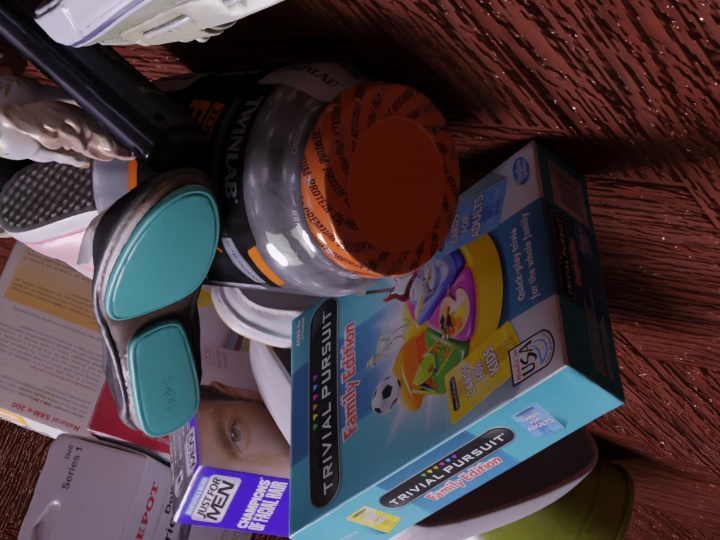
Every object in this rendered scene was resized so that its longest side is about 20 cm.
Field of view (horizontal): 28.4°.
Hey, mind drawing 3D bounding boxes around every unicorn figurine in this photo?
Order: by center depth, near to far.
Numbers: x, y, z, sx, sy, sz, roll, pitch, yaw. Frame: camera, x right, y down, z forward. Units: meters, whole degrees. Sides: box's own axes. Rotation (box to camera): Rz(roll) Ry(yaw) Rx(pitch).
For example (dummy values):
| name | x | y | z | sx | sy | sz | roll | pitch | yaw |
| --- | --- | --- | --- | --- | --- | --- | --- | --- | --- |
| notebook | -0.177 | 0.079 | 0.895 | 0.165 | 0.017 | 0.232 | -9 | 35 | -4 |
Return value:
| name | x | y | z | sx | sy | sz | roll | pitch | yaw |
| --- | --- | --- | --- | --- | --- | --- | --- | --- | --- |
| unicorn figurine | -0.220 | -0.082 | 0.766 | 0.198 | 0.075 | 0.137 | -9 | 180 | 31 |

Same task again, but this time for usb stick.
| name | x | y | z | sx | sy | sz | roll | pitch | yaw |
| --- | --- | --- | --- | --- | --- | --- | --- | --- | --- |
| usb stick | -0.157 | -0.118 | 0.726 | 0.200 | 0.033 | 0.055 | 41 | -174 | 15 |

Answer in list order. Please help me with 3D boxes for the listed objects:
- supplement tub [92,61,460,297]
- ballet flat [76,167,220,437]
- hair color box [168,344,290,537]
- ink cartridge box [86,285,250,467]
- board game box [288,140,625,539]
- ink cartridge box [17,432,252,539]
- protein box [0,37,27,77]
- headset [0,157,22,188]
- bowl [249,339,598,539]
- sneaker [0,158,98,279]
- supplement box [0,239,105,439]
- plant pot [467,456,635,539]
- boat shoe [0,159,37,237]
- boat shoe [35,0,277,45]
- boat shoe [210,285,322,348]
| name | x | y | z | sx | sy | sz | roll | pitch | yaw |
| --- | --- | --- | --- | --- | --- | --- | --- | --- | --- |
| supplement tub | -0.048 | -0.050 | 0.777 | 0.199 | 0.124 | 0.122 | 3 | 157 | 48 |
| ballet flat | -0.117 | 0.008 | 0.746 | 0.069 | 0.067 | 0.201 | 51 | 146 | 31 |
| hair color box | -0.029 | 0.124 | 0.975 | 0.198 | 0.110 | 0.065 | 10 | 131 | -21 |
| ink cartridge box | -0.123 | 0.054 | 1.092 | 0.082 | 0.202 | 0.145 | 15 | 164 | 10 |
| board game box | 0.042 | 0.046 | 0.767 | 0.047 | 0.152 | 0.199 | 31 | 129 | -31 |
| ink cartridge box | -0.171 | 0.223 | 1.070 | 0.083 | 0.148 | 0.200 | 9 | 163 | 23 |
| protein box | -0.354 | -0.137 | 0.871 | 0.197 | 0.136 | 0.200 | 15 | 164 | 22 |
| headset | -0.312 | -0.088 | 1.029 | 0.200 | 0.123 | 0.095 | 47 | 159 | 45 |
| bowl | 0.033 | 0.097 | 0.931 | 0.199 | 0.075 | 0.200 | -11 | -129 | -40 |
| sneaker | -0.142 | -0.040 | 0.978 | 0.198 | 0.076 | 0.105 | -8 | 152 | 26 |
| supplement box | -0.237 | 0.037 | 1.187 | 0.125 | 0.202 | 0.074 | 19 | 165 | 8 |
| plant pot | 0.130 | 0.220 | 1.388 | 0.192 | 0.201 | 0.200 | 37 | 162 | -12 |
| boat shoe | -0.269 | -0.074 | 1.088 | 0.074 | 0.076 | 0.201 | 13 | 163 | -41 |
| boat shoe | -0.080 | -0.127 | 0.615 | 0.062 | 0.072 | 0.199 | 41 | 156 | -24 |
| boat shoe | 0.000 | 0.000 | 0.903 | 0.198 | 0.071 | 0.070 | -5 | 145 | -36 |
